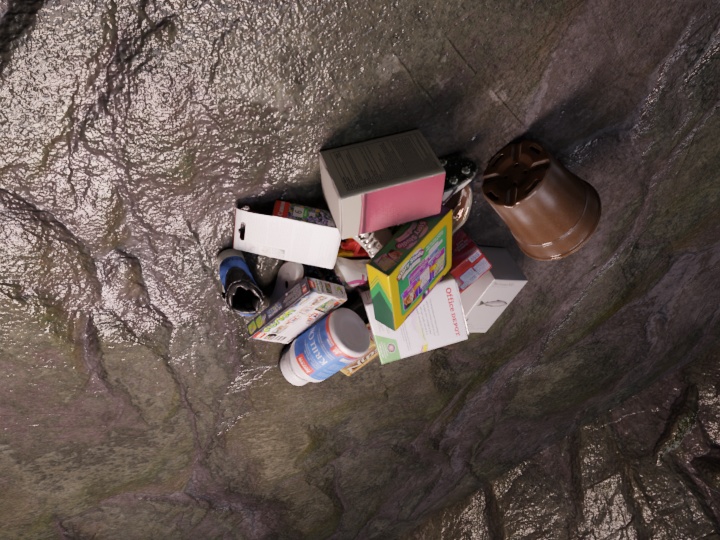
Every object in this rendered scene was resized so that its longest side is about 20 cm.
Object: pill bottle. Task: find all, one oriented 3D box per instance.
[{"bbox_3d":[-0.082,0.173,1.314,0.112,0.113,0.200,16,138,-41],"label":"pill bottle"}]

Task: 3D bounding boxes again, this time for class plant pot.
[{"bbox_3d":[0.363,-0.152,1.262,0.200,0.201,0.198,-41,133,20],"label":"plant pot"}]

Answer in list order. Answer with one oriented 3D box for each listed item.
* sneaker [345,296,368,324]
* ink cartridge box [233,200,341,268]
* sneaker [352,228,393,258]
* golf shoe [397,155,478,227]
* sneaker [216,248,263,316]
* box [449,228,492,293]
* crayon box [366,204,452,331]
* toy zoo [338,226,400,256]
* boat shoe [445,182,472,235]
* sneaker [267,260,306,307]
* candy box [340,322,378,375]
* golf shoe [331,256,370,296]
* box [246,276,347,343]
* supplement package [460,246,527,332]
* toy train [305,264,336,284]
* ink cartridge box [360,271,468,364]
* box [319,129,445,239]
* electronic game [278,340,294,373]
[{"bbox_3d":[0.014,0.102,1.459,0.199,0.076,0.114,-36,167,-12],"label":"sneaker"},{"bbox_3d":[-0.137,-0.074,1.158,0.198,0.051,0.109,11,135,-6],"label":"ink cartridge box"},{"bbox_3d":[0.031,-0.054,1.206,0.073,0.116,0.200,-35,140,16],"label":"sneaker"},{"bbox_3d":[0.146,-0.156,1.218,0.199,0.078,0.088,-29,146,9],"label":"golf shoe"},{"bbox_3d":[-0.236,0.059,1.226,0.076,0.112,0.201,-16,142,-12],"label":"sneaker"},{"bbox_3d":[0.189,0.005,1.401,0.200,0.096,0.100,-42,141,9],"label":"box"},{"bbox_3d":[0.100,-0.010,1.177,0.200,0.058,0.173,-46,148,-26],"label":"crayon box"},{"bbox_3d":[0.007,-0.081,1.272,0.198,0.021,0.132,-2,137,-27],"label":"toy zoo"},{"bbox_3d":[0.172,-0.115,1.284,0.071,0.076,0.201,-1,135,-25],"label":"boat shoe"},{"bbox_3d":[-0.124,0.042,1.309,0.111,0.073,0.200,-3,146,-29],"label":"sneaker"},{"bbox_3d":[0.027,0.164,1.427,0.199,0.055,0.115,-34,159,0],"label":"candy box"},{"bbox_3d":[0.000,0.000,1.326,0.092,0.073,0.200,-41,152,11],"label":"golf shoe"},{"bbox_3d":[-0.134,0.087,1.266,0.200,0.035,0.110,-37,146,30],"label":"box"},{"bbox_3d":[0.295,0.050,1.512,0.116,0.118,0.201,3,135,-31],"label":"supplement package"},{"bbox_3d":[-0.079,0.019,1.335,0.045,0.034,0.200,-15,144,7],"label":"toy train"},{"bbox_3d":[0.117,0.096,1.310,0.198,0.084,0.146,-16,109,-1],"label":"ink cartridge box"},{"bbox_3d":[0.038,-0.158,1.107,0.198,0.128,0.109,-15,143,-11],"label":"box"},{"bbox_3d":[-0.111,0.215,1.542,0.198,0.042,0.201,-15,142,-12],"label":"electronic game"}]
